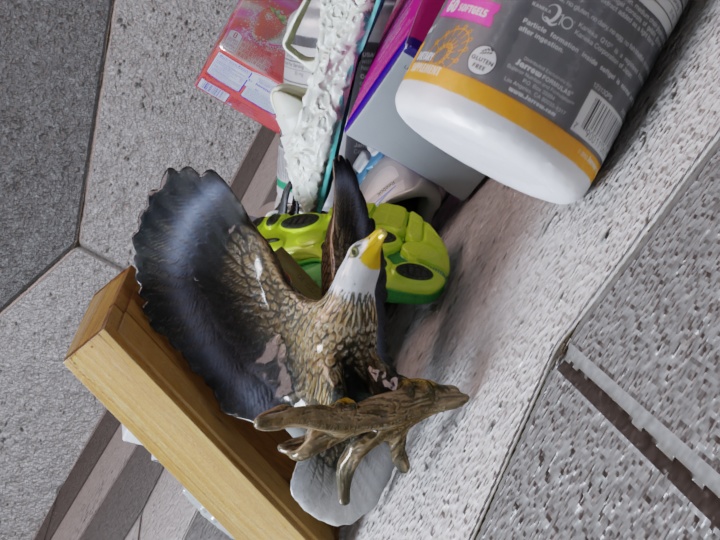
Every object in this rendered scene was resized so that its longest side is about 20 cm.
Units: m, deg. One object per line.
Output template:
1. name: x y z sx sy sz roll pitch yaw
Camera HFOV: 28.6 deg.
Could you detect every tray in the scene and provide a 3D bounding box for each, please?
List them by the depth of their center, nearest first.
1. tray: -0.087 0.095 0.842 0.037 0.200 0.099 -36 17 13

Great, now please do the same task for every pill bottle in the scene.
1. pill bottle: 0.111 -0.146 0.748 0.201 0.116 0.116 -62 11 -2
2. pill bottle: -0.007 -0.154 1.149 0.113 0.112 0.201 -106 21 -75

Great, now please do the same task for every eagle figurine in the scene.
1. eagle figurine: -0.025 0.027 0.809 0.151 0.152 0.200 -42 45 1

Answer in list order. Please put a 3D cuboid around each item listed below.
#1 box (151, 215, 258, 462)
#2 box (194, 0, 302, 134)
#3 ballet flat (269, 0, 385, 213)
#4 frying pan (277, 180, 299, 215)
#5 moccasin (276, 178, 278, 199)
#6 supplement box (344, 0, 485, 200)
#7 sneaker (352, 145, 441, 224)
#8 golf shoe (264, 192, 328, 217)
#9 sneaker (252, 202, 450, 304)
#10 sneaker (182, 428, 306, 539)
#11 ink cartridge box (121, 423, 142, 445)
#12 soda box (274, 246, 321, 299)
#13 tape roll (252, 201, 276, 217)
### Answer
1. box: -0.135 0.068 1.305 0.200 0.041 0.157 -50 32 45
2. box: -0.034 -0.171 1.267 0.095 0.199 0.103 -65 11 -19
3. ballet flat: -0.029 -0.143 1.024 0.072 0.071 0.201 -89 15 -68
4. frying pan: -0.051 0.033 1.113 0.031 0.115 0.191 32 98 43
5. moccasin: -0.057 -0.072 1.446 0.074 0.077 0.202 -58 14 14
6. supplement box: 0.075 -0.166 1.008 0.103 0.101 0.201 -50 15 48
7. sneaker: 0.000 0.000 1.037 0.201 0.075 0.087 -64 27 23
8. golf shoe: -0.047 -0.033 1.214 0.088 0.077 0.201 75 -165 -51
9. sneaker: -0.014 0.004 0.978 0.199 0.084 0.074 2 41 42
10. sneaker: -0.057 0.126 1.002 0.200 0.076 0.081 -42 12 45
11. ink cartridge box: -0.158 0.074 1.217 0.116 0.068 0.200 -60 27 29
12. soda box: -0.089 0.064 0.991 0.064 0.068 0.200 -43 0 -35
13. tape roll: -0.095 0.034 1.339 0.203 0.037 0.204 -47 34 46
